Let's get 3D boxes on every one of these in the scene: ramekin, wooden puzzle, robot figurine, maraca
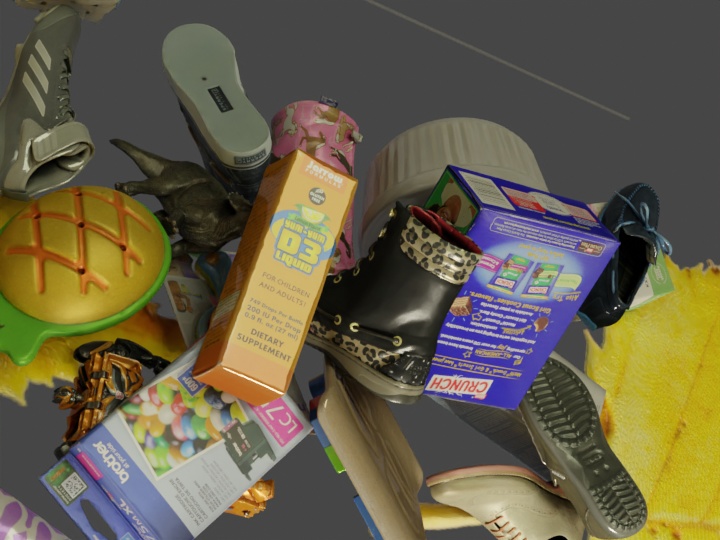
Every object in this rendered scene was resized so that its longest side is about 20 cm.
[{"bbox_3d":[0.093,-0.065,1.453,0.201,0.202,0.095,17,49,-30],"label":"ramekin"},{"bbox_3d":[0.002,0.162,1.310,0.186,0.046,0.200,62,9,-13],"label":"wooden puzzle"},{"bbox_3d":[-0.164,0.132,1.249,0.199,0.058,0.146,23,53,-28],"label":"robot figurine"},{"bbox_3d":[-0.250,0.002,1.215,0.200,0.107,0.137,-33,64,-29],"label":"maraca"}]

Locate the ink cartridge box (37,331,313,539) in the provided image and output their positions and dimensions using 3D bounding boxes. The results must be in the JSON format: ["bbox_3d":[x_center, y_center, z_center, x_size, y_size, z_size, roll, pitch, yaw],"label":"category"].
[{"bbox_3d":[-0.145,0.145,1.184,0.200,0.042,0.120,-40,94,-28],"label":"ink cartridge box"}]

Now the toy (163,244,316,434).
[{"bbox_3d":[-0.104,0.049,1.300,0.115,0.047,0.201,7,46,-42],"label":"toy"}]

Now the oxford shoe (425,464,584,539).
[{"bbox_3d":[0.148,0.235,1.436,0.199,0.071,0.074,16,64,-31],"label":"oxford shoe"}]

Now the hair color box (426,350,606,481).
[{"bbox_3d":[0.152,0.118,1.497,0.200,0.061,0.099,36,52,-20],"label":"hair color box"}]

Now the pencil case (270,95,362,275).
[{"bbox_3d":[-0.045,-0.063,1.413,0.083,0.086,0.201,26,56,-44],"label":"pencil case"}]

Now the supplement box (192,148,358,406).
[{"bbox_3d":[-0.068,0.004,1.201,0.066,0.069,0.201,25,66,-18],"label":"supplement box"}]

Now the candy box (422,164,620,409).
[{"bbox_3d":[0.110,0.020,1.338,0.168,0.201,0.077,12,28,-34],"label":"candy box"}]

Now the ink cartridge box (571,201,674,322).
[{"bbox_3d":[0.244,-0.008,1.618,0.199,0.067,0.118,-9,77,-40],"label":"ink cartridge box"}]

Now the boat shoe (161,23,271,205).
[{"bbox_3d":[-0.138,-0.143,1.393,0.070,0.091,0.201,-15,51,-15],"label":"boat shoe"}]

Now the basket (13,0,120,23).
[{"bbox_3d":[-0.246,-0.340,1.323,0.138,0.176,0.201,15,72,-25],"label":"basket"}]

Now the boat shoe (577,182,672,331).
[{"bbox_3d":[0.292,-0.016,1.568,0.084,0.069,0.201,36,53,-21],"label":"boat shoe"}]

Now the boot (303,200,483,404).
[{"bbox_3d":[0.001,0.000,1.266,0.203,0.154,0.073,36,21,25],"label":"boot"}]

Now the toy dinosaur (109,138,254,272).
[{"bbox_3d":[-0.154,-0.057,1.316,0.102,0.077,0.200,-23,42,-36],"label":"toy dinosaur"}]

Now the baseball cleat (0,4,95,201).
[{"bbox_3d":[-0.265,-0.140,1.274,0.106,0.070,0.201,17,64,10],"label":"baseball cleat"}]

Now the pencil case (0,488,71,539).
[{"bbox_3d":[-0.280,0.213,1.116,0.200,0.084,0.086,41,90,-14],"label":"pencil case"}]

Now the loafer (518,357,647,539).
[{"bbox_3d":[0.201,0.177,1.430,0.075,0.070,0.201,-14,65,-27],"label":"loafer"}]
